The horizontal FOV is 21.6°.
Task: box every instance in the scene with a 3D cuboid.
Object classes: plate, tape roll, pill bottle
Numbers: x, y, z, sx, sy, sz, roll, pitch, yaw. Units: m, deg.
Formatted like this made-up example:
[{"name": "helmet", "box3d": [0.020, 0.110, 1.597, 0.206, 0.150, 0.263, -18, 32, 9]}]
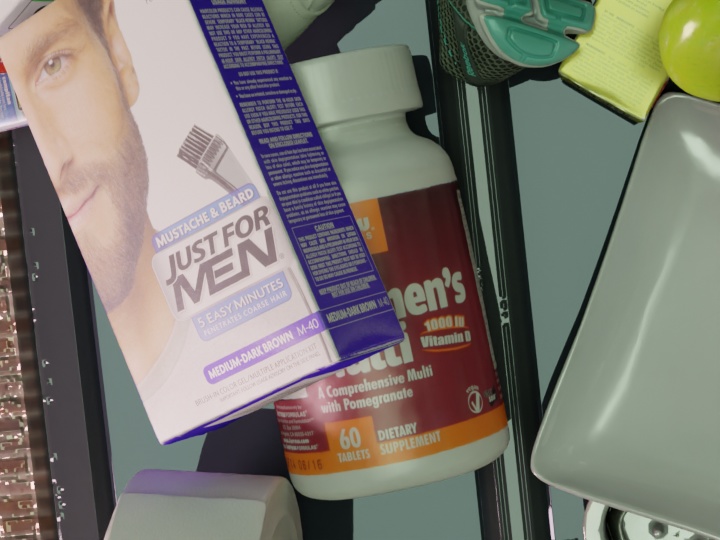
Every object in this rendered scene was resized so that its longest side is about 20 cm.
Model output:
[{"name": "plate", "box3d": [0.204, 0.036, 0.882, 0.199, 0.032, 0.200, 18, 82, 17]}, {"name": "tape roll", "box3d": [-0.073, 0.193, 0.875, 0.071, 0.202, 0.203, 3, 94, 7]}, {"name": "pill bottle", "box3d": [0.000, 0.000, 0.899, 0.109, 0.110, 0.201, -12, 93, 7]}]

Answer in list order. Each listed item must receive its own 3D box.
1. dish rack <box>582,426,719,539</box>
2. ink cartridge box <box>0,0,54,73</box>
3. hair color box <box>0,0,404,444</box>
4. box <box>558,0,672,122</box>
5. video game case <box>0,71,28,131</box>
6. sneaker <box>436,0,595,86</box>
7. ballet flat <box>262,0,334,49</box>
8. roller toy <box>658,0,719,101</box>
[{"name": "dish rack", "box3d": [0.217, 0.163, 0.917, 0.171, 0.044, 0.201, -25, 91, 9]}, {"name": "ink cartridge box", "box3d": [-0.188, -0.154, 0.890, 0.200, 0.050, 0.109, -43, 78, 27]}, {"name": "hair color box", "box3d": [-0.073, -0.037, 0.835, 0.109, 0.065, 0.201, -27, 82, 32]}, {"name": "box", "box3d": [0.162, -0.168, 0.886, 0.050, 0.075, 0.200, 31, 96, 4]}, {"name": "video game case", "box3d": [-0.174, -0.142, 0.922, 0.199, 0.018, 0.144, -10, 93, 28]}, {"name": "sneaker", "box3d": [0.059, -0.179, 0.898, 0.077, 0.091, 0.201, 9, 71, -19]}, {"name": "ballet flat", "box3d": [-0.010, -0.184, 0.887, 0.069, 0.069, 0.201, 19, 79, 5]}, {"name": "roller toy", "box3d": [0.238, -0.121, 0.786, 0.182, 0.200, 0.140, -30, 50, 35]}]
